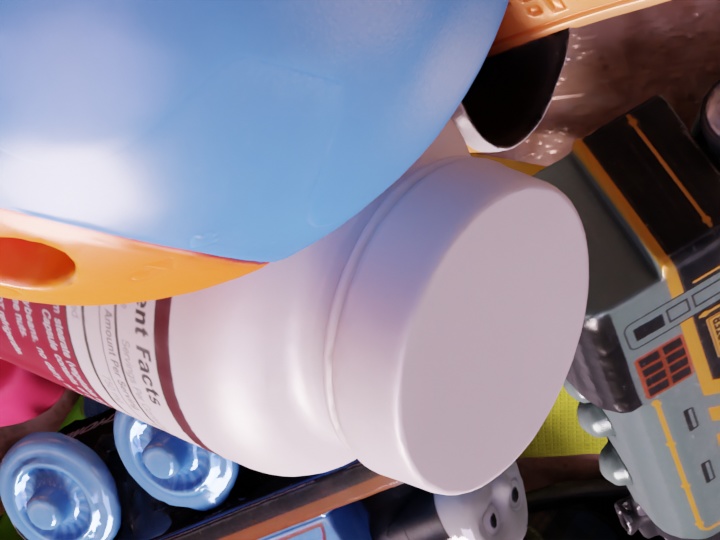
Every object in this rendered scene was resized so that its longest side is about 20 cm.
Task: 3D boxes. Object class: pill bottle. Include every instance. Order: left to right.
[{"bbox_3d":[-0.041,-0.011,0.783,0.199,0.113,0.113,21,161,34],"label":"pill bottle"}]

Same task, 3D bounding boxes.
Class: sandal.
[{"bbox_3d":[0.039,-0.071,0.808,0.206,0.060,0.079,-16,144,28],"label":"sandal"}]

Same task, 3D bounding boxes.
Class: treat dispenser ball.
[{"bbox_3d":[-0.061,-0.092,0.644,0.199,0.202,0.201,1,149,1],"label":"treat dispenser ball"}]

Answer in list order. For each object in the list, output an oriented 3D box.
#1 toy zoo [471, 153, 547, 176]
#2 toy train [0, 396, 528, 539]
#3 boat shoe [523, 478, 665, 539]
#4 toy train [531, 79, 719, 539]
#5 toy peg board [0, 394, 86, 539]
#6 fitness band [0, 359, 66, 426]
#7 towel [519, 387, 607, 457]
[{"bbox_3d":[0.000,0.000,0.944,0.199,0.021,0.131,10,147,-3],"label":"toy zoo"},{"bbox_3d":[-0.030,0.073,0.935,0.199,0.087,0.115,-24,103,35],"label":"toy train"},{"bbox_3d":[0.049,0.113,1.055,0.199,0.069,0.057,-10,154,-49],"label":"boat shoe"},{"bbox_3d":[0.116,0.017,0.897,0.114,0.085,0.200,-29,143,-3],"label":"toy train"},{"bbox_3d":[-0.054,0.147,1.055,0.199,0.200,0.098,17,130,-23],"label":"toy peg board"},{"bbox_3d":[-0.173,-0.009,0.927,0.143,0.038,0.200,-8,142,22],"label":"fitness band"},{"bbox_3d":[0.106,0.049,1.039,0.199,0.018,0.086,-2,147,6],"label":"towel"}]
